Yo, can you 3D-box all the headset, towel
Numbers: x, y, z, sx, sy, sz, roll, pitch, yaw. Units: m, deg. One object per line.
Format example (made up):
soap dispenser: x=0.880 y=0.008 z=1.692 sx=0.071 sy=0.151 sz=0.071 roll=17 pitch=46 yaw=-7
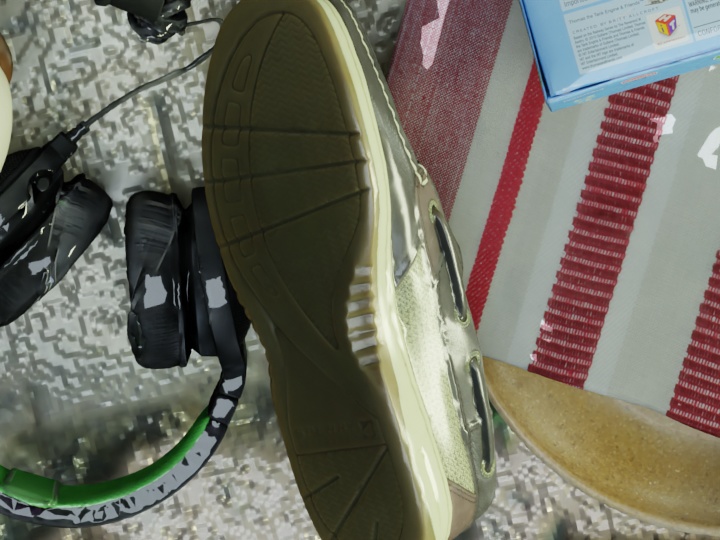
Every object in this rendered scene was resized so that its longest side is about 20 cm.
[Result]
headset: x=-0.091 y=-0.004 z=0.970 sx=0.123 sy=0.094 sz=0.200 roll=16 pitch=99 yaw=-5
towel: x=0.099 y=-0.026 z=0.955 sx=0.200 sy=0.023 sz=0.144 roll=18 pitch=103 yaw=12

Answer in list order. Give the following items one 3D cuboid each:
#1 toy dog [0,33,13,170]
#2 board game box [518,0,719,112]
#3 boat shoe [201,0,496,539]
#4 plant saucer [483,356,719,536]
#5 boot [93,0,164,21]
toy dog: x=-0.209 y=-0.028 z=0.921 sx=0.200 sy=0.140 sz=0.194 roll=-26 pitch=112 yaw=24
board game box: x=0.107 y=-0.169 z=0.917 sx=0.151 sy=0.037 sz=0.200 roll=-16 pitch=86 yaw=5
boat shoe: x=0.001 y=0.000 z=0.941 sx=0.072 sy=0.066 sz=0.201 roll=-6 pitch=100 yaw=38
plant saucer: x=0.130 y=-0.008 z=0.978 sx=0.200 sy=0.035 sz=0.201 roll=3 pitch=102 yaw=17
boot: x=-0.115 y=-0.192 z=0.890 sx=0.158 sy=0.079 sz=0.212 roll=15 pitch=78 yaw=-6
